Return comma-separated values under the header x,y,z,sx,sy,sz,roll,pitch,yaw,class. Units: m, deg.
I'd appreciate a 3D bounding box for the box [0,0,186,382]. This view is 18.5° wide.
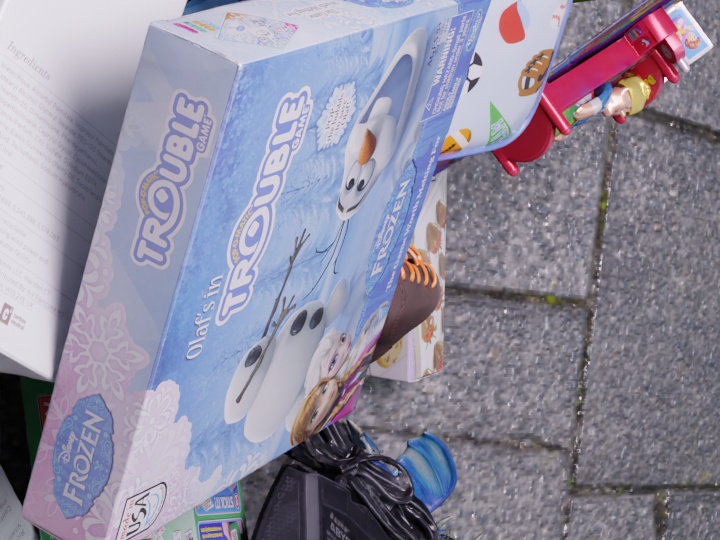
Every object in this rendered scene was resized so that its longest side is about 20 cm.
x,y,z,sx,sy,sz,roll,pitch,yaw,class
-0.153,-0.074,0.815,0.097,0.124,0.201,41,62,-54,box

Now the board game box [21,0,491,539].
x,y,z,sx,sy,sz,roll,pitch,yaw,class
-0.036,-0.011,0.849,0.199,0.043,0.200,-25,138,-57,board game box

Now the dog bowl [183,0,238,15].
x,y,z,sx,sy,sz,roll,pitch,yaw,class
-0.049,-0.098,1.048,0.200,0.049,0.112,-57,139,-38,dog bowl

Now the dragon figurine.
x,y,z,sx,sy,sz,roll,pitch,yaw,class
0.012,0.117,1.186,0.099,0.059,0.200,-52,138,-40,dragon figurine

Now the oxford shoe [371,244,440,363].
x,y,z,sx,sy,sz,roll,pitch,yaw,class
0.000,0.000,1.050,0.071,0.072,0.200,64,-11,10,oxford shoe

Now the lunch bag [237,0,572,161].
x,y,z,sx,sy,sz,roll,pitch,yaw,class
0.019,-0.141,0.965,0.160,0.076,0.200,-11,124,-32,lunch bag

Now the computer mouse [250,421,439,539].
x,y,z,sx,sy,sz,roll,pitch,yaw,class
-0.018,0.154,1.032,0.139,0.053,0.200,51,25,-31,computer mouse

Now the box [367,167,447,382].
x,y,z,sx,sy,sz,roll,pitch,yaw,class
0.021,-0.041,1.189,0.039,0.041,0.201,-14,109,-57,box

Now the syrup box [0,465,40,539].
x,y,z,sx,sy,sz,roll,pitch,yaw,class
-0.164,0.149,0.881,0.079,0.081,0.200,-56,138,-38,syrup box

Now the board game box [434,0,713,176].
x,y,z,sx,sy,sz,roll,pitch,yaw,class
0.119,-0.089,1.123,0.039,0.200,0.158,54,7,3,board game box

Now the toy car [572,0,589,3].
x,y,z,sx,sy,sz,roll,pitch,yaw,class
0.068,-0.217,1.147,0.200,0.157,0.165,-133,-142,-83,toy car

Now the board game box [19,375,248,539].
x,y,z,sx,sy,sz,roll,pitch,yaw,class
-0.091,0.100,0.952,0.200,0.029,0.135,23,59,-76,board game box
